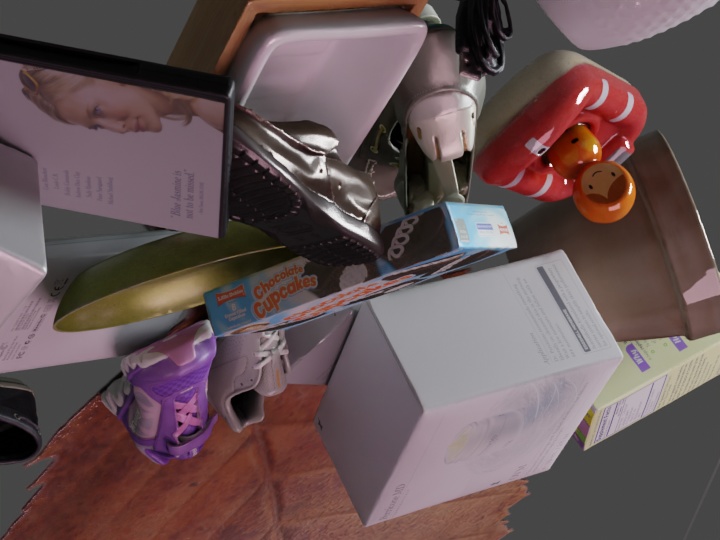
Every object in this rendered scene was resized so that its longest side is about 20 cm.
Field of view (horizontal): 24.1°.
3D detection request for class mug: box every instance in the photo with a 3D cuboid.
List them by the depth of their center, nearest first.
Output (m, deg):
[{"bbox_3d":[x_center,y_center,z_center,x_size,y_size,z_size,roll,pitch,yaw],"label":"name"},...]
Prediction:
[{"bbox_3d":[0.183,-0.245,1.133,0.175,0.148,0.200,-36,151,19],"label":"mug"}]

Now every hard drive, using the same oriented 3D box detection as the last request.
[{"bbox_3d":[-0.210,0.024,1.260,0.200,0.026,0.132,-7,144,-45],"label":"hard drive"}]

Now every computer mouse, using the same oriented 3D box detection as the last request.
[{"bbox_3d":[0.039,-0.216,1.065,0.053,0.139,0.200,-5,160,25],"label":"computer mouse"}]

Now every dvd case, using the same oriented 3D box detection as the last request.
[{"bbox_3d":[-0.174,-0.081,0.986,0.200,0.018,0.143,11,147,1],"label":"dvd case"}]

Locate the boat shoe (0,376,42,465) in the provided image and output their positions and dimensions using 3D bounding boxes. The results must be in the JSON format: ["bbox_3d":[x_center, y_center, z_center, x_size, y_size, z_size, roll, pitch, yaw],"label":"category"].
[{"bbox_3d":[-0.314,0.115,1.255,0.075,0.062,0.200,-44,152,23],"label":"boat shoe"}]

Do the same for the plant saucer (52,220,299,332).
[{"bbox_3d":[-0.123,0.000,1.189,0.200,0.031,0.200,-16,173,-2],"label":"plant saucer"}]

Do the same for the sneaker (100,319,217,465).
[{"bbox_3d":[-0.148,0.105,1.355,0.080,0.089,0.200,-22,169,-23],"label":"sneaker"}]

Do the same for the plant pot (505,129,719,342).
[{"bbox_3d":[0.230,-0.010,1.583,0.173,0.200,0.200,-19,156,7],"label":"plant pot"}]

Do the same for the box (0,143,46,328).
[{"bbox_3d":[-0.298,0.004,0.961,0.152,0.106,0.200,28,118,-33],"label":"box"}]

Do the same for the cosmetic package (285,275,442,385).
[{"bbox_3d":[0.000,0.047,1.506,0.101,0.071,0.200,-44,154,23],"label":"cosmetic package"}]

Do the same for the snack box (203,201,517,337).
[{"bbox_3d":[0.000,0.000,1.213,0.200,0.037,0.116,-20,172,24],"label":"snack box"}]

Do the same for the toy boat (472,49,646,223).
[{"bbox_3d":[0.179,-0.095,1.403,0.131,0.131,0.200,-45,153,20],"label":"toy boat"}]

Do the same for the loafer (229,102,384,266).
[{"bbox_3d":[-0.052,-0.065,1.077,0.073,0.071,0.200,-8,156,27],"label":"loafer"}]

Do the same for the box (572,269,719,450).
[{"bbox_3d":[0.264,0.051,1.711,0.200,0.176,0.097,-27,154,-16],"label":"box"}]

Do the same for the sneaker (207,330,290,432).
[{"bbox_3d":[-0.081,0.049,1.377,0.076,0.092,0.200,-15,143,-34],"label":"sneaker"}]

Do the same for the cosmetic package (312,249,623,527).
[{"bbox_3d":[0.088,0.104,1.465,0.200,0.123,0.199,-12,149,-24],"label":"cosmetic package"}]

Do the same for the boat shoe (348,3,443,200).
[{"bbox_3d":[0.032,-0.112,1.275,0.072,0.060,0.202,-22,152,-23],"label":"boat shoe"}]

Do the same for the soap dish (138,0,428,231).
[{"bbox_3d":[-0.060,-0.120,1.124,0.157,0.081,0.200,-11,146,-41],"label":"soap dish"}]

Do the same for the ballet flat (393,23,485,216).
[{"bbox_3d":[0.060,-0.092,1.201,0.067,0.064,0.200,-12,149,-7],"label":"ballet flat"}]
